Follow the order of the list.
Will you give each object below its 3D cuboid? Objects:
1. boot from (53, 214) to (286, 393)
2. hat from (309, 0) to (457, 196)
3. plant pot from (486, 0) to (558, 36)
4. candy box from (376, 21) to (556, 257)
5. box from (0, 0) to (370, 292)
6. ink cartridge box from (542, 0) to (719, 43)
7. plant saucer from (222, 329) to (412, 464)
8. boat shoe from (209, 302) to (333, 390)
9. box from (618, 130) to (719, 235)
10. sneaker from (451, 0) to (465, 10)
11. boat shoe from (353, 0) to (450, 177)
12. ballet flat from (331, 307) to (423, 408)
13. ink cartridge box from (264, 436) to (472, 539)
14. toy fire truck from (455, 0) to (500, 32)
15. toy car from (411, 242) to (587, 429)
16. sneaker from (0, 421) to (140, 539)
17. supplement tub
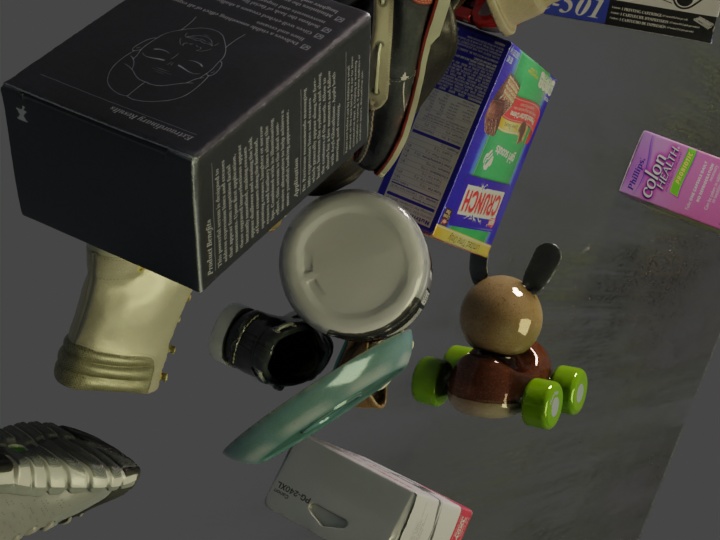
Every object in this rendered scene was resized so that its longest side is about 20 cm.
[{"bbox_3d":[-0.138,0.007,1.156,0.200,0.072,0.155,-10,119,-57],"label":"boot"},{"bbox_3d":[-0.018,-0.162,1.248,0.201,0.081,0.201,-33,145,-27],"label":"hat"},{"bbox_3d":[0.184,-0.314,1.308,0.200,0.183,0.201,-13,90,-76],"label":"plant pot"},{"bbox_3d":[0.105,-0.124,1.552,0.200,0.077,0.169,-67,157,3],"label":"candy box"},{"bbox_3d":[-0.106,-0.102,1.025,0.200,0.148,0.107,-45,148,-41],"label":"box"},{"bbox_3d":[0.264,-0.295,1.584,0.044,0.200,0.094,-75,174,-60],"label":"ink cartridge box"},{"bbox_3d":[-0.032,0.118,1.402,0.200,0.027,0.200,-32,173,-5],"label":"plant saucer"},{"bbox_3d":[-0.064,0.075,1.389,0.200,0.060,0.076,9,103,-66],"label":"boat shoe"},{"bbox_3d":[0.496,-0.111,2.251,0.176,0.200,0.097,12,100,-66],"label":"box"},{"bbox_3d":[0.059,-0.262,1.335,0.200,0.070,0.076,7,107,-65],"label":"sneaker"},{"bbox_3d":[0.019,-0.159,1.163,0.071,0.063,0.200,-92,-166,-51],"label":"boat shoe"},{"bbox_3d":[0.022,0.050,1.537,0.068,0.072,0.200,-24,132,-57],"label":"ballet flat"},{"bbox_3d":[0.012,0.241,1.597,0.083,0.145,0.200,-64,157,-4],"label":"ink cartridge box"},{"bbox_3d":[0.175,-0.307,1.453,0.049,0.141,0.200,-6,117,-64],"label":"toy fire truck"},{"bbox_3d":[0.163,0.059,1.767,0.158,0.164,0.200,-15,112,-62],"label":"toy car"},{"bbox_3d":[-0.245,0.170,1.090,0.200,0.075,0.116,11,106,-56],"label":"sneaker"},{"bbox_3d":[0.000,0.000,1.343,0.200,0.122,0.123,45,68,-85],"label":"supplement tub"}]
